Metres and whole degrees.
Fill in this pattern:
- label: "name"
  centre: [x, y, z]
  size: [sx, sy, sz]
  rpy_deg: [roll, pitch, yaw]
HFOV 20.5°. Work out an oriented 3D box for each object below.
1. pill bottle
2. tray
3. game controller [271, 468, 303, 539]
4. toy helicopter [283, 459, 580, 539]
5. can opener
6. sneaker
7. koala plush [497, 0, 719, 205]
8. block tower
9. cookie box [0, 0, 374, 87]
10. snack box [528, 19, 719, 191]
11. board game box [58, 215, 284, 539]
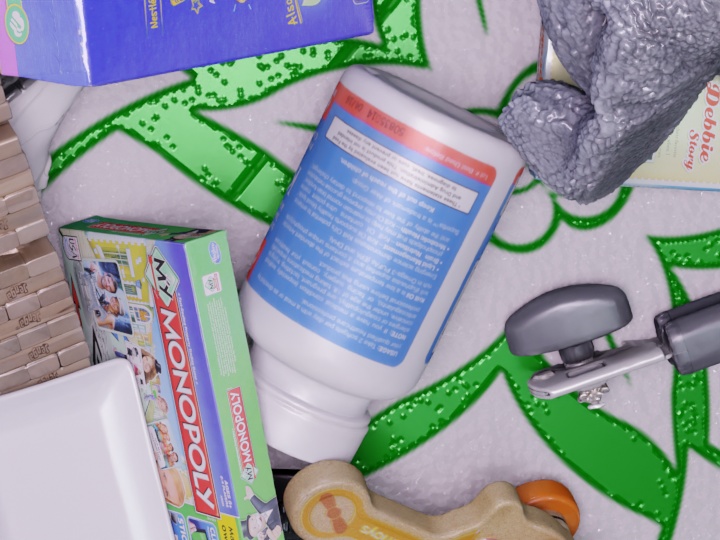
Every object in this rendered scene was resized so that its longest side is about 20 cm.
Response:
- label: "pill bottle"
  centre: [0.000, 0.000, 1.076]
  size: [0.112, 0.112, 0.201]
  rpy_deg: [25, 99, -8]
- label: "tray"
  centre: [-0.151, 0.156, 1.070]
  size: [0.107, 0.022, 0.201]
  rpy_deg: [-17, 100, -28]
- label: "game controller"
  centre: [-0.048, 0.211, 1.156]
  size: [0.104, 0.042, 0.201]
  rpy_deg: [0, 102, -3]
- label: "toy helicopter"
  centre: [0.033, 0.163, 1.108]
  size: [0.199, 0.079, 0.132]
  rpy_deg: [29, 114, -31]
- label: "can opener"
  centre: [0.183, 0.028, 1.120]
  size: [0.199, 0.053, 0.067]
  rpy_deg: [-15, 102, 1]
- label: "sneaker"
  centre: [-0.208, -0.038, 1.089]
  size: [0.087, 0.075, 0.200]
  rpy_deg: [34, 102, -26]
- label: "koala plush"
  centre: [0.123, -0.173, 0.989]
  size: [0.177, 0.184, 0.200]
  rpy_deg: [-32, 75, -11]
- label: "block tower"
  centre: [-0.192, -0.022, 1.030]
  size: [0.058, 0.054, 0.201]
  rpy_deg: [-22, 127, -15]
- label: "cookie box"
  centre: [-0.090, -0.191, 0.991]
  size: [0.199, 0.075, 0.172]
  rpy_deg: [-17, 108, -45]
- label: "snack box"
  centre: [0.158, -0.147, 1.088]
  size: [0.115, 0.037, 0.201]
  rpy_deg: [4, 102, -3]
- label: "board game box"
  centre: [-0.102, 0.073, 1.081]
  size: [0.029, 0.134, 0.201]
  rpy_deg: [-18, 105, -34]
